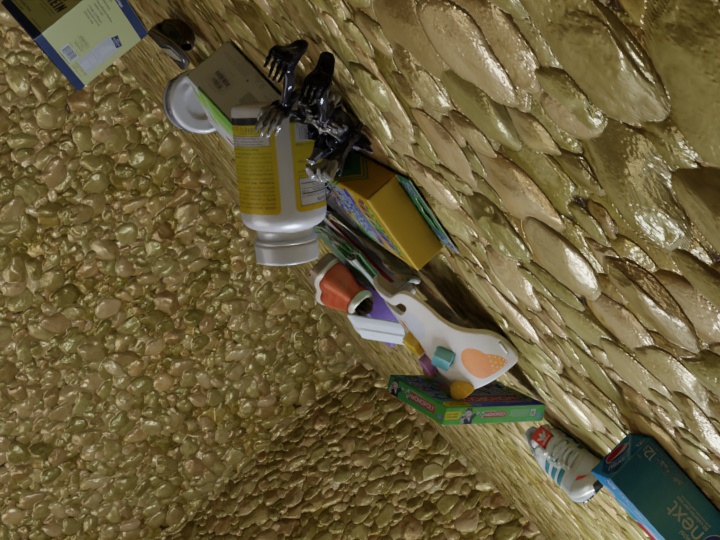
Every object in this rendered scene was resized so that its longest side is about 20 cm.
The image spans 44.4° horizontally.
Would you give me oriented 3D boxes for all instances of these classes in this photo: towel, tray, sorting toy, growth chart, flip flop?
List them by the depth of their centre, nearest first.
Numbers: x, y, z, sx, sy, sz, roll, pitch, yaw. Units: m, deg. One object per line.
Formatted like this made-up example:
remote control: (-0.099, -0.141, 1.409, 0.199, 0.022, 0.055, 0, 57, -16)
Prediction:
sorting toy: (0.096, 0.077, 1.262, 0.180, 0.107, 0.200, 45, 175, -21)
growth chart: (0.015, -0.042, 1.385, 0.200, 0.018, 0.145, 42, -170, 20)
towel: (0.000, 0.000, 1.414, 0.153, 0.023, 0.200, 48, 175, -26)
tray: (0.079, 0.108, 1.458, 0.200, 0.022, 0.107, 8, 165, 9)
flip flop: (-0.307, -0.391, 1.480, 0.081, 0.058, 0.200, 46, -170, -22)

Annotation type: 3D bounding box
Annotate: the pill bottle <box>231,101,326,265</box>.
pill bottle: (-0.100, -0.112, 1.115, 0.111, 0.111, 0.200, -150, 54, -68)

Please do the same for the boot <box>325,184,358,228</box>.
boot: (-0.048, -0.135, 1.281, 0.174, 0.069, 0.200, 42, 177, 4)

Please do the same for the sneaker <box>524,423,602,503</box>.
sneaker: (0.300, 0.282, 1.325, 0.093, 0.070, 0.200, 43, 176, -5)

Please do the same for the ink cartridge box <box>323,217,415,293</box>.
ink cartridge box: (0.012, -0.031, 1.470, 0.163, 0.057, 0.200, 45, 170, 21)

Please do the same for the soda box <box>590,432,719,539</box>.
soda box: (0.355, 0.279, 0.985, 0.200, 0.068, 0.064, 48, 173, 1)

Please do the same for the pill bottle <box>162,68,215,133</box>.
pill bottle: (-0.304, -0.311, 1.626, 0.114, 0.114, 0.200, 51, 173, -19)

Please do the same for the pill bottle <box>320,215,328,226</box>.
pill bottle: (-0.116, -0.117, 1.546, 0.111, 0.111, 0.200, 46, 172, 18)

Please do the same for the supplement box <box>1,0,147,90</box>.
supplement box: (-0.593, -0.528, 1.852, 0.134, 0.200, 0.200, 46, 173, 21)

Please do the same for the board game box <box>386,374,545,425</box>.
board game box: (0.158, 0.191, 1.316, 0.200, 0.029, 0.135, 5, -170, -36)

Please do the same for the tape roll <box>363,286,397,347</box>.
tape roll: (0.024, 0.046, 1.692, 0.200, 0.085, 0.200, 48, 173, 8)

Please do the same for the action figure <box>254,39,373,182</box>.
action figure: (-0.056, -0.163, 0.972, 0.119, 0.102, 0.200, 33, 167, 19)

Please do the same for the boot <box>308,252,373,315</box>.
boot: (-0.023, 0.045, 1.494, 0.107, 0.075, 0.200, 40, 175, 13)

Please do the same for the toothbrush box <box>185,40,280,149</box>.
toothbrush box: (-0.171, -0.234, 1.345, 0.146, 0.086, 0.200, 48, 174, 8)

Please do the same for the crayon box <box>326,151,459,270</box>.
crayon box: (0.028, -0.079, 1.114, 0.126, 0.052, 0.200, 52, 171, -31)
